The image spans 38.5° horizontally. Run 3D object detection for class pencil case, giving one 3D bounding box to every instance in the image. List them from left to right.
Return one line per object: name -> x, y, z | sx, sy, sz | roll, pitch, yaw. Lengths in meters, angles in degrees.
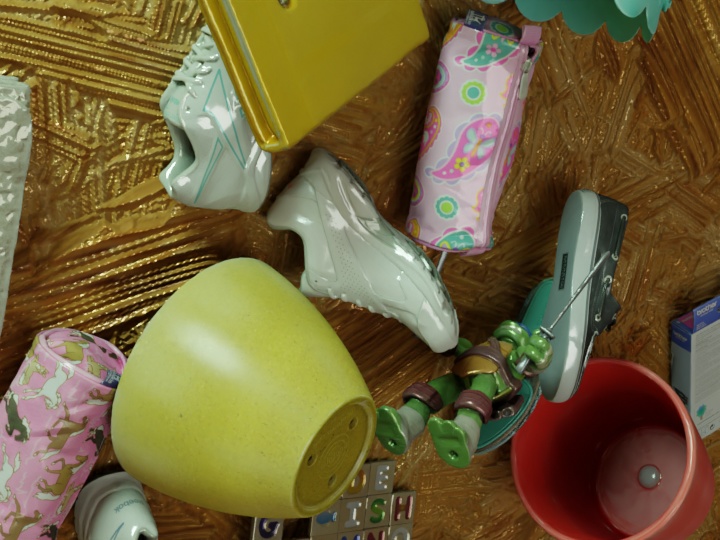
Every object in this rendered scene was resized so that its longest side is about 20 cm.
pencil case -> -0.246, 0.147, 0.790 | 0.202, 0.086, 0.083 | -61, 166, 7
pencil case -> 0.096, -0.116, 0.878 | 0.086, 0.087, 0.203 | 2, 111, -33

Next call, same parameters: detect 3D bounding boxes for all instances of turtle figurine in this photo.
turtle figurine -> 0.093, 0.066, 0.912 | 0.194, 0.143, 0.201 | -45, 161, -41

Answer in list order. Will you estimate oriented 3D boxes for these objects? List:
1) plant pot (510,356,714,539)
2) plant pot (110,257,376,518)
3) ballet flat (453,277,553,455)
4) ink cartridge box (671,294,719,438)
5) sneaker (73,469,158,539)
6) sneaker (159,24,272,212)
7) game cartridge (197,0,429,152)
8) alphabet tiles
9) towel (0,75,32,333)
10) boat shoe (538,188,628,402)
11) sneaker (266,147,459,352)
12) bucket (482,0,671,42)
plant pot -> 0.285, 0.210, 1.102 | 0.202, 0.200, 0.177 | -56, 139, 3
plant pot -> -0.072, 0.111, 0.802 | 0.199, 0.141, 0.202 | -37, 141, -37
ballet flat -> 0.166, 0.101, 1.046 | 0.074, 0.074, 0.201 | 28, 100, -38
ink cartridge box -> 0.423, 0.100, 1.222 | 0.118, 0.042, 0.202 | -24, 126, -21
sneaker -> -0.205, 0.272, 0.871 | 0.074, 0.087, 0.203 | -11, 119, -30
sneaker -> -0.101, -0.136, 0.754 | 0.079, 0.070, 0.203 | -3, 114, -28
game cartridge -> -0.035, -0.206, 0.722 | 0.200, 0.032, 0.178 | -45, 122, -43
alphabet tiles -> -0.025, 0.271, 1.001 | 0.198, 0.008, 0.170 | 3, 94, -39
towel -> -0.298, -0.041, 0.696 | 0.131, 0.034, 0.202 | 4, 110, -33
boat shoe -> 0.216, 0.027, 0.975 | 0.065, 0.070, 0.203 | 9, 85, -12
sneaker -> 0.000, 0.000, 0.861 | 0.099, 0.078, 0.200 | -40, 95, 9
bucket -> 0.148, -0.270, 0.772 | 0.205, 0.207, 0.136 | 13, 99, -36
